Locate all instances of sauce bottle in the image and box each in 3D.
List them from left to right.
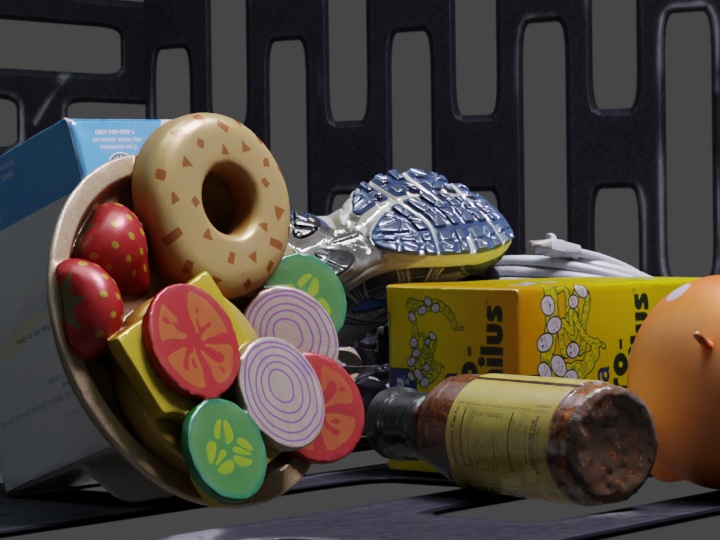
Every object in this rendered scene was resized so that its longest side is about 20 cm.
[{"bbox_3d":[0.073,0.086,1.335,0.066,0.067,0.200,-1,2,-31],"label":"sauce bottle"}]

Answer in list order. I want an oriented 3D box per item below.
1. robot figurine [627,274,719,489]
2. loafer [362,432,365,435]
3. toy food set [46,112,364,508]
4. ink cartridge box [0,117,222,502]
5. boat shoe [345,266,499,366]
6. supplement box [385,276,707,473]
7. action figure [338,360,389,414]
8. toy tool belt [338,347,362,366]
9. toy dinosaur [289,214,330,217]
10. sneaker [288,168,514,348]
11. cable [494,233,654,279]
[{"bbox_3d":[0.224,0.056,1.349,0.199,0.118,0.143,-1,0,-42],"label":"robot figurine"},{"bbox_3d":[0.066,0.087,1.680,0.199,0.072,0.063,-6,25,37],"label":"loafer"},{"bbox_3d":[-0.077,0.028,1.304,0.048,0.199,0.200,-27,9,38],"label":"toy food set"},{"bbox_3d":[-0.129,0.032,1.386,0.125,0.202,0.128,-23,-14,40],"label":"ink cartridge box"},{"bbox_3d":[0.041,0.028,1.627,0.075,0.093,0.199,-39,26,-26],"label":"boat shoe"},{"bbox_3d":[0.121,0.060,1.492,0.199,0.110,0.109,-2,2,-44],"label":"supplement box"},{"bbox_3d":[-0.007,0.085,1.528,0.129,0.070,0.199,-9,-7,34],"label":"action figure"},{"bbox_3d":[-0.065,0.049,1.669,0.199,0.126,0.123,-25,-36,29],"label":"toy tool belt"},{"bbox_3d":[-0.007,-0.015,1.652,0.088,0.048,0.199,30,-16,-35],"label":"toy dinosaur"},{"bbox_3d":[0.000,0.000,1.511,0.199,0.086,0.077,-12,50,-30],"label":"sneaker"},{"bbox_3d":[0.149,0.048,1.758,0.199,0.070,0.200,16,-19,-12],"label":"cable"}]
